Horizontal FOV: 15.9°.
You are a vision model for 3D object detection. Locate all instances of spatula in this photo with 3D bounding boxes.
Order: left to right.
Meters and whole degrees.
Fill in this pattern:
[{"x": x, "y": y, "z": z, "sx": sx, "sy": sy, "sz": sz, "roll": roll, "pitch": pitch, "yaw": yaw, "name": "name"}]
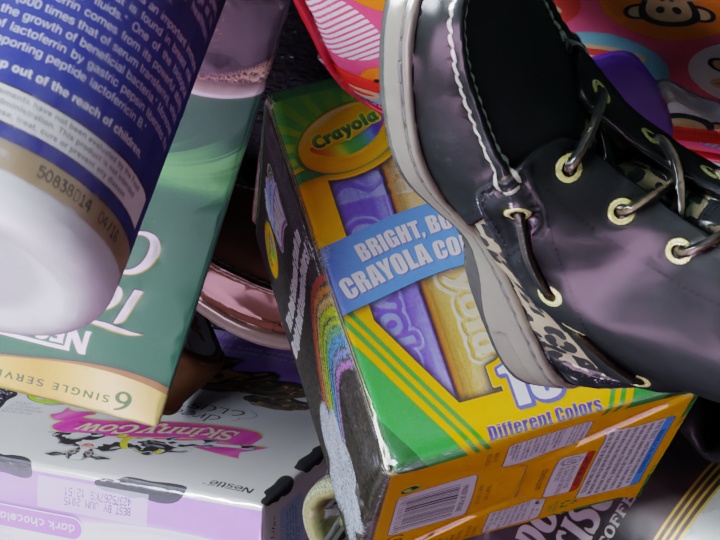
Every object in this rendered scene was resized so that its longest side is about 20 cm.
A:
[{"x": 0.131, "y": -0.051, "z": 0.822, "sx": 0.200, "sy": 0.021, "sz": 0.057, "roll": -1, "pitch": 149, "yaw": 25, "name": "spatula"}]

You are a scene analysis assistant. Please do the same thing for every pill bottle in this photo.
[{"x": -0.107, "y": -0.089, "z": 0.870, "sx": 0.116, "sy": 0.200, "sz": 0.116, "roll": 16, "pitch": 156, "yaw": 7, "name": "pill bottle"}]

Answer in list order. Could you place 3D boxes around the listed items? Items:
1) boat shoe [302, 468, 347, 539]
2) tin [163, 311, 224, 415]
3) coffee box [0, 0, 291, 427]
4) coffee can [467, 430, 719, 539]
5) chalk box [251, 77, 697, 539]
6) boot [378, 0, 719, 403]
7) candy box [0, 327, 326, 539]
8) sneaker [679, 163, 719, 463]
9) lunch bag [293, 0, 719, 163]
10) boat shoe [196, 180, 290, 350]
[{"x": 0.008, "y": 0.103, "z": 1.067, "sx": 0.066, "sy": 0.201, "sz": 0.072, "roll": 17, "pitch": 124, "yaw": 5, "name": "boat shoe"}, {"x": -0.136, "y": -0.006, "z": 1.172, "sx": 0.042, "sy": 0.112, "sz": 0.200, "roll": -38, "pitch": 133, "yaw": 15, "name": "tin"}, {"x": -0.109, "y": -0.041, "z": 1.009, "sx": 0.123, "sy": 0.044, "sz": 0.200, "roll": 16, "pitch": 117, "yaw": -10, "name": "coffee box"}, {"x": 0.167, "y": 0.125, "z": 1.103, "sx": 0.200, "sy": 0.146, "sz": 0.146, "roll": 35, "pitch": 164, "yaw": 28, "name": "coffee can"}, {"x": 0.033, "y": -0.008, "z": 0.994, "sx": 0.124, "sy": 0.200, "sz": 0.125, "roll": -13, "pitch": 159, "yaw": -11, "name": "chalk box"}, {"x": 0.098, "y": -0.021, "z": 0.767, "sx": 0.154, "sy": 0.074, "sz": 0.204, "roll": 15, "pitch": 149, "yaw": 30, "name": "boot"}, {"x": -0.082, "y": 0.094, "z": 1.241, "sx": 0.167, "sy": 0.200, "sz": 0.072, "roll": 9, "pitch": 110, "yaw": 20, "name": "candy box"}, {"x": 0.169, "y": 0.037, "z": 1.041, "sx": 0.075, "sy": 0.116, "sz": 0.200, "roll": -10, "pitch": 143, "yaw": 45, "name": "sneaker"}, {"x": 0.079, "y": -0.097, "z": 0.878, "sx": 0.200, "sy": 0.082, "sz": 0.176, "roll": 8, "pitch": 158, "yaw": 15, "name": "lunch bag"}, {"x": 0.000, "y": 0.000, "z": 1.143, "sx": 0.200, "sy": 0.076, "sz": 0.072, "roll": 21, "pitch": 146, "yaw": -16, "name": "boat shoe"}]
